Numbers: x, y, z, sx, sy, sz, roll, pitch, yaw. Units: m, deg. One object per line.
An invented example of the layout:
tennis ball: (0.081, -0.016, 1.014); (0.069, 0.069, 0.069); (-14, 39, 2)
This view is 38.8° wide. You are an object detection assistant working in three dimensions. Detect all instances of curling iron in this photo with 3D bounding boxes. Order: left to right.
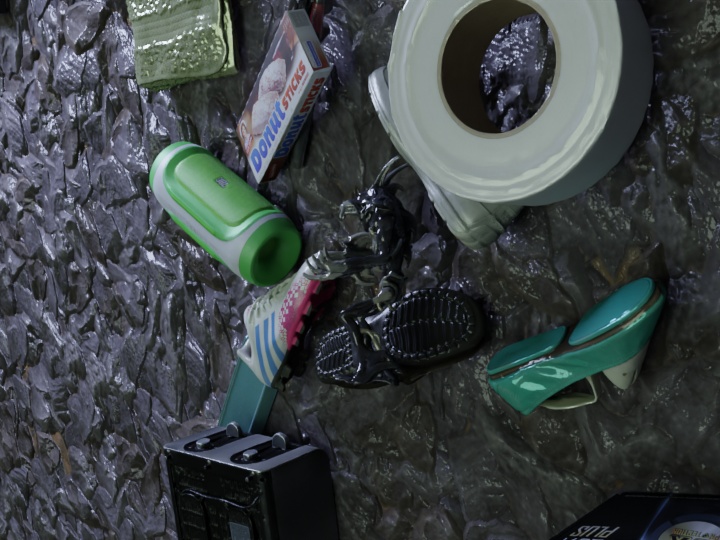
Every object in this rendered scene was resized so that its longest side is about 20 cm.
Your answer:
curling iron: (-0.055, -0.199, 1.042); (0.050, 0.025, 0.204); (-129, 37, -54)

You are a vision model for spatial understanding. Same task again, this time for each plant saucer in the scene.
plant saucer: (-0.142, 0.167, 1.257); (0.070, 0.019, 0.202); (45, 132, 30)

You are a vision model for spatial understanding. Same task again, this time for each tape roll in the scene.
tape roll: (0.119, -0.153, 0.788); (0.199, 0.070, 0.207); (1, 93, 36)

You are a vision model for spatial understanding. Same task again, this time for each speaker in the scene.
speaker: (-0.154, -0.066, 1.145); (0.199, 0.087, 0.090); (39, 128, 33)

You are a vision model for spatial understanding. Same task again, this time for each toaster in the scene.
toaster: (-0.125, 0.288, 1.189); (0.178, 0.118, 0.204); (3, 105, 41)

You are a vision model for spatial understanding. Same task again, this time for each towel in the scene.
towel: (-0.208, -0.288, 1.173); (0.198, 0.036, 0.152); (2, 103, 48)

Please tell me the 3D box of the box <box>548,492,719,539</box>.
box: (0.235, 0.235, 0.751); (0.198, 0.162, 0.088); (-11, 95, 49)

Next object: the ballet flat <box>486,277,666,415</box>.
ballet flat: (0.188, 0.070, 0.837); (0.071, 0.067, 0.199); (47, 138, -7)

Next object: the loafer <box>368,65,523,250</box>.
loafer: (0.073, -0.110, 0.904); (0.069, 0.070, 0.202); (-37, 67, 12)

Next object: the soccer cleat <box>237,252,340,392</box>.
soccer cleat: (-0.087, 0.047, 1.110); (0.086, 0.070, 0.202); (35, 130, 14)

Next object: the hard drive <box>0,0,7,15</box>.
hard drive: (-0.574, -0.488, 1.513); (0.138, 0.037, 0.204); (21, 116, 43)

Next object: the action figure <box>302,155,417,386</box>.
action figure: (0.000, 0.000, 0.923); (0.100, 0.119, 0.205); (3, 86, 10)

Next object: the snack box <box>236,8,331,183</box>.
snack box: (-0.082, -0.173, 1.046); (0.073, 0.024, 0.200); (65, 150, 18)

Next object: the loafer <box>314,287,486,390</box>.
loafer: (0.046, 0.071, 0.991); (0.198, 0.071, 0.074); (-16, 59, 38)
